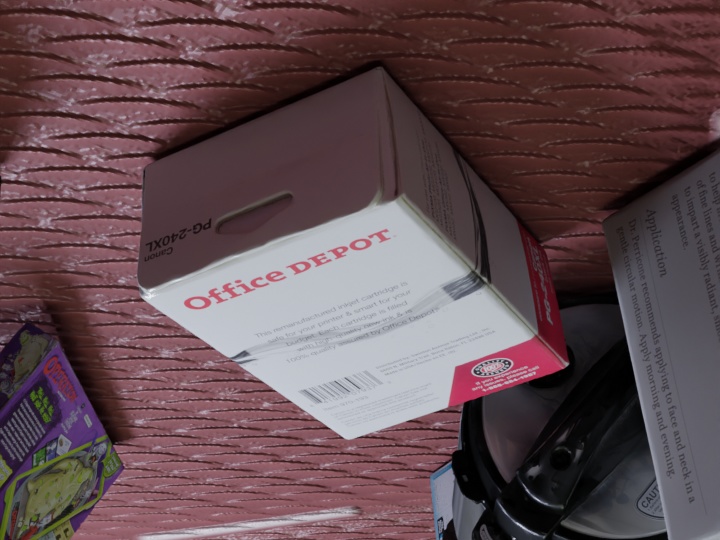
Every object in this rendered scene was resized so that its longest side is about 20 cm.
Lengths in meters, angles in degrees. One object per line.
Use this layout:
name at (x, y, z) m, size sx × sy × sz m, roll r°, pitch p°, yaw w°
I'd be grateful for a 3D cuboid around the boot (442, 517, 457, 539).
boot at (0.161, 0.206, 0.957) m, size 0.199 × 0.070 × 0.132 m, roll -14°, pitch 133°, yaw -4°

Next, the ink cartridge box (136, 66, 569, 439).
ink cartridge box at (0.000, 0.000, 0.696) m, size 0.145 × 0.084 × 0.200 m, roll -20°, pitch 144°, yaw 23°

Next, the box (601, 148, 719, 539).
box at (0.251, 0.054, 0.707) m, size 0.200 × 0.200 × 0.131 m, roll 23°, pitch 139°, yaw -37°

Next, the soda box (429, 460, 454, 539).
soda box at (0.155, 0.189, 1.034) m, size 0.199 × 0.064 × 0.068 m, roll 15°, pitch 143°, yaw -27°

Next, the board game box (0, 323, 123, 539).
board game box at (-0.211, 0.127, 0.835) m, size 0.032 × 0.120 × 0.200 m, roll 33°, pitch 156°, yaw 19°

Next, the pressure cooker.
pressure cooker at (0.141, 0.116, 0.813) m, size 0.178 × 0.176 × 0.200 m, roll -2°, pitch 147°, yaw 0°
